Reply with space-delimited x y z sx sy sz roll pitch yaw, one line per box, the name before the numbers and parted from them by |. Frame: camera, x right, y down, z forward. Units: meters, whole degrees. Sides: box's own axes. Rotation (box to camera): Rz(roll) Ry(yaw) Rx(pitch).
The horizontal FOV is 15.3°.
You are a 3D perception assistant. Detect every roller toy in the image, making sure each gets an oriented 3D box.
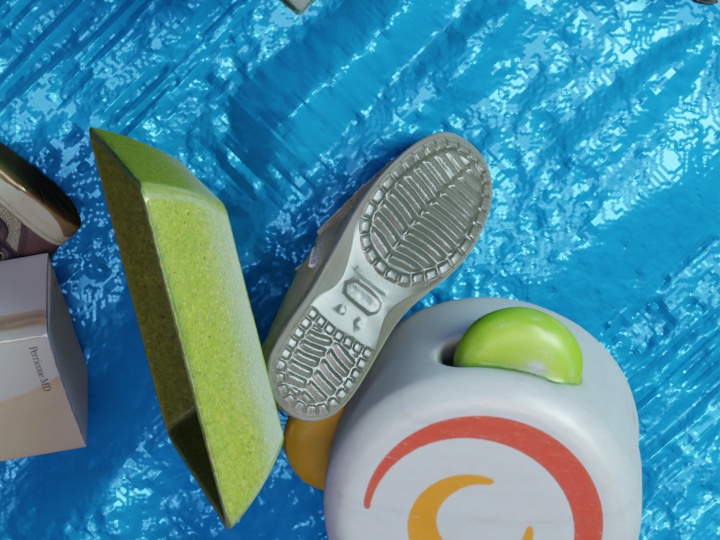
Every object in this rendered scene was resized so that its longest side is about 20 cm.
roller toy | 0.071 0.116 1.567 0.200 0.140 0.183 -31 109 18

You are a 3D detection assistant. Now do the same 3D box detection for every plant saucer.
plant saucer | -0.095 0.022 1.519 0.048 0.200 0.201 -16 105 -10

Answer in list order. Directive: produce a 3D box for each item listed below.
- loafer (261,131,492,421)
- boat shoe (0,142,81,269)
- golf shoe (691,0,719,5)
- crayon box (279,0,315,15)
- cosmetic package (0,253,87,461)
loafer | 0.000 0.000 1.552 0.076 0.068 0.200 46 69 -19
boat shoe | -0.257 -0.066 1.554 0.201 0.072 0.066 37 98 -14
golf shoe | 0.171 -0.250 1.510 0.088 0.077 0.200 -37 101 -17
crayon box | 0.015 -0.240 1.475 0.052 0.126 0.200 39 102 -10
cosmetic package | -0.267 0.064 1.571 0.199 0.071 0.105 -11 134 4
